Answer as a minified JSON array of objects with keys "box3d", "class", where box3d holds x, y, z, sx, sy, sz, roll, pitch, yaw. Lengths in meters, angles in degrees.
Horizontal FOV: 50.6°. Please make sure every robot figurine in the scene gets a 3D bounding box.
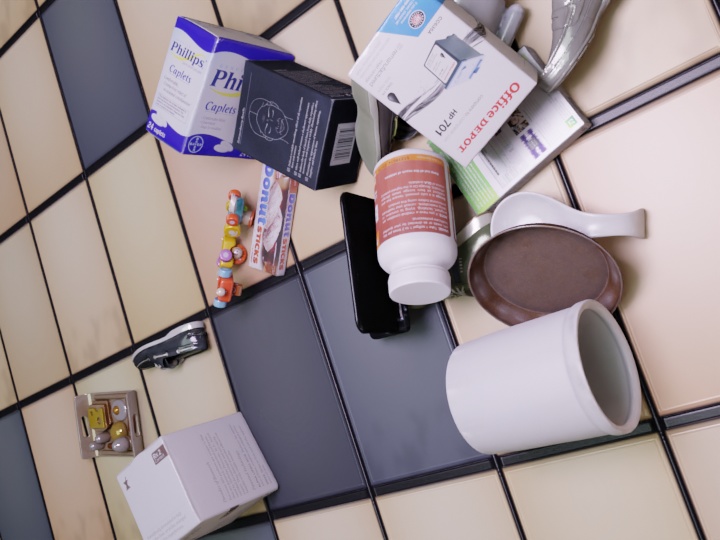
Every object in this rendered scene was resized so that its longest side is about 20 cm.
[{"box3d":[0.138,-0.355,1.058,0.169,0.113,0.201,17,107,3],"class":"robot figurine"}]

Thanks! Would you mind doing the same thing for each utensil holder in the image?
[{"box3d":[0.237,0.146,1.002,0.199,0.170,0.171,-22,81,38],"class":"utensil holder"}]

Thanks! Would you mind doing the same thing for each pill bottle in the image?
[{"box3d":[0.077,-0.060,1.067,0.112,0.112,0.201,-20,60,35],"class":"pill bottle"}]

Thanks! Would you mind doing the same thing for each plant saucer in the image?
[{"box3d":[0.243,0.007,1.007,0.199,0.035,0.201,11,137,10],"class":"plant saucer"}]

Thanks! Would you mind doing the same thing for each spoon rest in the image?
[{"box3d":[0.267,-0.058,1.005,0.199,0.061,0.100,-2,91,25],"class":"spoon rest"}]

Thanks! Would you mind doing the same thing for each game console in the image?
[{"box3d":[0.000,0.000,1.139,0.176,0.116,0.201,155,110,-64],"class":"game console"}]

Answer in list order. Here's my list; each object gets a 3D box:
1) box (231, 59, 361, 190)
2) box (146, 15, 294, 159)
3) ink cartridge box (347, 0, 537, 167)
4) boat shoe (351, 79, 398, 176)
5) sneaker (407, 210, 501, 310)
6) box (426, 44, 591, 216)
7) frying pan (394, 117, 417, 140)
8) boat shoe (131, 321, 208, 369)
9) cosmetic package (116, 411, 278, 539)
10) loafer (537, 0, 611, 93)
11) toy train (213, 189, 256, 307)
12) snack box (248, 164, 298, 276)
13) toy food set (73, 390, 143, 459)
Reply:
[{"box3d":[-0.096,-0.239,1.229,0.200,0.107,0.149,30,120,30],"class":"box"},{"box3d":[-0.235,-0.302,1.288,0.105,0.183,0.201,34,113,30],"class":"box"},{"box3d":[0.108,-0.257,0.990,0.200,0.086,0.147,37,116,-6],"class":"ink cartridge box"},{"box3d":[0.030,-0.223,1.137,0.072,0.060,0.202,54,162,31],"class":"boat shoe"},{"box3d":[0.145,0.011,1.112,0.200,0.067,0.090,-47,63,26],"class":"sneaker"},{"box3d":[0.204,-0.193,1.075,0.200,0.036,0.145,-42,70,29],"class":"box"},{"box3d":[0.086,-0.254,1.129,0.189,0.031,0.116,6,108,50],"class":"frying pan"},{"box3d":[-0.377,0.164,1.499,0.200,0.075,0.061,-31,71,34],"class":"boat shoe"},{"box3d":[-0.294,0.384,1.381,0.165,0.200,0.165,-42,70,31],"class":"cosmetic package"},{"box3d":[0.273,-0.328,0.978,0.070,0.070,0.201,27,97,2],"class":"loafer"},{"box3d":[-0.219,-0.040,1.349,0.150,0.055,0.201,-129,49,-71],"class":"toy train"},{"box3d":[-0.152,-0.096,1.344,0.072,0.024,0.201,18,105,35],"class":"snack box"},{"box3d":[-0.549,0.338,1.646,0.199,0.060,0.144,-9,89,35],"class":"toy food set"}]
